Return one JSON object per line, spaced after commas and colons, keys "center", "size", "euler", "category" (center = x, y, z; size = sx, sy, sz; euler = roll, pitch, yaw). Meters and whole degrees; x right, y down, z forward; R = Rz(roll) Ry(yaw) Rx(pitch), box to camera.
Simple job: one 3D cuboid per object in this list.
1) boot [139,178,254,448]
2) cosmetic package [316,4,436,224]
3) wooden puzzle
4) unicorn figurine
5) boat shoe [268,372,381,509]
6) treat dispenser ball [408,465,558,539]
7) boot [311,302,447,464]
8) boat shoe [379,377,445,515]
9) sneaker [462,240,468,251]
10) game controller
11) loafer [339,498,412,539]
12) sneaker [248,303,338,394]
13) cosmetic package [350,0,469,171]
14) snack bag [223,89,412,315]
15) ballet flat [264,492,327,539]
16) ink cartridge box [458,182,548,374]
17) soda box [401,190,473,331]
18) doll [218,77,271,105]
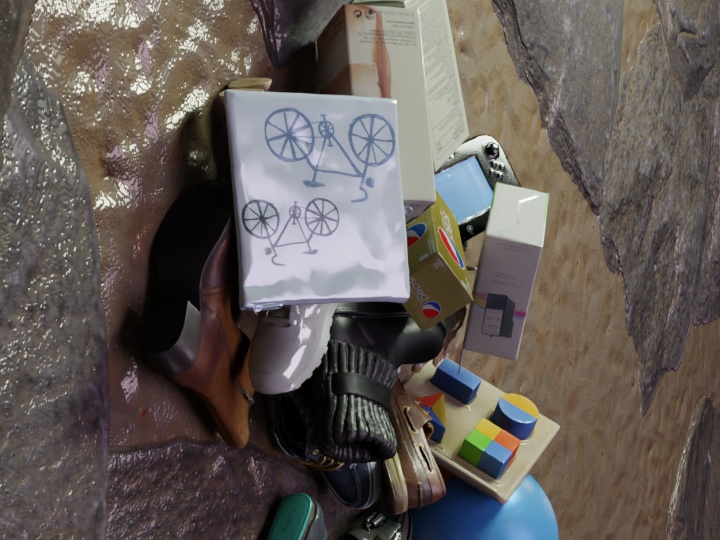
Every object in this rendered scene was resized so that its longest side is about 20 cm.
{"center": [-0.121, 0.041, 1.225], "size": [0.200, 0.067, 0.191], "euler": [58, 34, -55], "category": "boot"}
{"center": [0.013, -0.153, 1.331], "size": [0.086, 0.103, 0.203], "euler": [0, 76, -20], "category": "cosmetic package"}
{"center": [0.132, 0.174, 1.577], "size": [0.200, 0.184, 0.047], "euler": [-36, 151, -55], "category": "wooden puzzle"}
{"center": [0.077, 0.043, 1.527], "size": [0.138, 0.074, 0.200], "euler": [-51, 164, 1], "category": "unicorn figurine"}
{"center": [-0.042, 0.184, 1.386], "size": [0.091, 0.070, 0.203], "euler": [-46, 125, -48], "category": "boat shoe"}
{"center": [0.139, 0.323, 1.590], "size": [0.200, 0.198, 0.204], "euler": [-14, 107, -59], "category": "treat dispenser ball"}
{"center": [0.022, 0.116, 1.342], "size": [0.209, 0.079, 0.160], "euler": [7, 58, -43], "category": "boot"}
{"center": [0.047, 0.177, 1.465], "size": [0.073, 0.067, 0.202], "euler": [90, -10, -47], "category": "boat shoe"}
{"center": [0.117, -0.052, 1.625], "size": [0.202, 0.075, 0.088], "euler": [-67, 150, -25], "category": "sneaker"}
{"center": [0.105, -0.084, 1.546], "size": [0.199, 0.042, 0.105], "euler": [-27, 81, -30], "category": "game controller"}
{"center": [-0.002, 0.324, 1.477], "size": [0.201, 0.071, 0.063], "euler": [-56, 134, -38], "category": "loafer"}
{"center": [-0.061, 0.023, 1.248], "size": [0.081, 0.075, 0.202], "euler": [69, 35, -49], "category": "sneaker"}
{"center": [0.059, -0.224, 1.496], "size": [0.104, 0.072, 0.202], "euler": [-46, 133, -49], "category": "cosmetic package"}
{"center": [-0.035, -0.063, 1.206], "size": [0.186, 0.021, 0.203], "euler": [-2, 84, -33], "category": "snack bag"}
{"center": [-0.085, 0.318, 1.327], "size": [0.201, 0.072, 0.074], "euler": [-61, 143, -40], "category": "ballet flat"}
{"center": [0.164, 0.018, 1.521], "size": [0.118, 0.066, 0.202], "euler": [-72, 172, -54], "category": "ink cartridge box"}
{"center": [0.067, -0.022, 1.387], "size": [0.068, 0.064, 0.201], "euler": [52, 14, -22], "category": "soda box"}
{"center": [-0.095, -0.078, 1.265], "size": [0.137, 0.048, 0.203], "euler": [-70, 156, -68], "category": "doll"}
